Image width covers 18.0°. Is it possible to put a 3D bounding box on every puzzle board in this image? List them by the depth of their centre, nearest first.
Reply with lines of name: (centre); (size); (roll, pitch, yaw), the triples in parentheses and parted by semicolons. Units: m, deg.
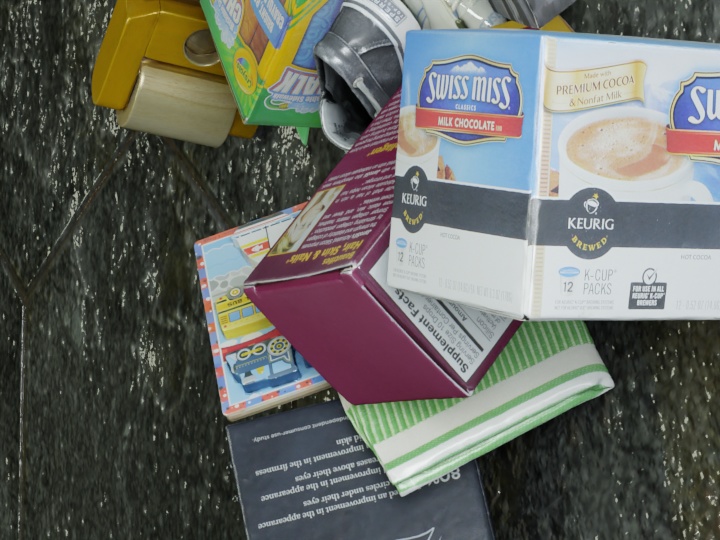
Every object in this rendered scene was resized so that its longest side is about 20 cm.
puzzle board: (0.000, 0.000, 1.367); (0.017, 0.199, 0.151); (66, -174, -45)

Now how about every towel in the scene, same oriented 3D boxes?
towel: (0.045, 0.033, 1.351); (0.200, 0.152, 0.023); (58, 172, 45)

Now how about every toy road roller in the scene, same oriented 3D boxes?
toy road roller: (-0.118, -0.206, 1.672); (0.147, 0.122, 0.201); (-103, 31, -50)

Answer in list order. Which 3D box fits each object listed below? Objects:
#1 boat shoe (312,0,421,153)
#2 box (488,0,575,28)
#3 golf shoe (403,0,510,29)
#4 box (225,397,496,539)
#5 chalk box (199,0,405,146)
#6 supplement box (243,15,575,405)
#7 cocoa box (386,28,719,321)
boat shoe: (0.006, -0.099, 1.388); (0.072, 0.068, 0.200); (38, 166, 16)
box: (0.116, -0.239, 1.094); (0.050, 0.200, 0.158); (31, 155, 58)
golf shoe: (0.052, -0.175, 1.333); (0.097, 0.078, 0.200); (36, 165, 43)
box: (0.013, 0.181, 1.357); (0.104, 0.147, 0.202); (72, -174, -68)
chalk box: (-0.023, -0.173, 1.481); (0.201, 0.123, 0.125); (-63, 38, 40)
supplement box: (0.050, -0.033, 1.258); (0.200, 0.103, 0.131); (-52, 21, -23)
cocoa box: (0.131, -0.048, 1.115); (0.133, 0.199, 0.132); (13, 101, 60)
